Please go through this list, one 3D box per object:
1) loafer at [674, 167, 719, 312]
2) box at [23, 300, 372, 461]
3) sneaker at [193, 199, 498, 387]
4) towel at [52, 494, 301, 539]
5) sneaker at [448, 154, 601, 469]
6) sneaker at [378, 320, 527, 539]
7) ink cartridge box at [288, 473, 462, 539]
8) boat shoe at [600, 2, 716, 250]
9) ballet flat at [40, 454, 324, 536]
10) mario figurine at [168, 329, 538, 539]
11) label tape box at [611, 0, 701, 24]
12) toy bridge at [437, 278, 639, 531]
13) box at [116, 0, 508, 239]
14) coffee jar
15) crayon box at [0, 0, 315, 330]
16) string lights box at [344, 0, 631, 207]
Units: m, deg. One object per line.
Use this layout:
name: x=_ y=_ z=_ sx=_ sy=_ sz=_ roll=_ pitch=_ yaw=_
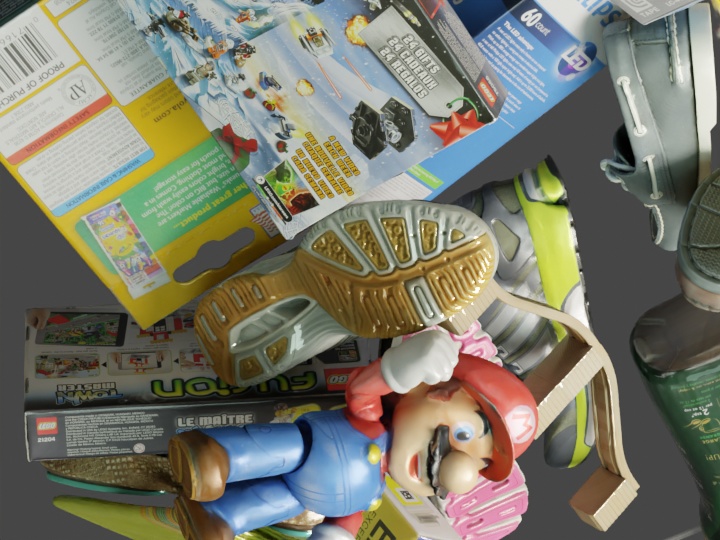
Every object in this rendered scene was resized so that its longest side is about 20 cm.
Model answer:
loafer: x=0.229 y=-0.036 z=1.258 sx=0.072 sy=0.200 sz=0.063 roll=26 pitch=140 yaw=16
box: x=-0.094 y=0.059 z=1.309 sx=0.198 sy=0.110 sz=0.035 roll=-2 pitch=122 yaw=-6
sneaker: x=0.000 y=0.000 z=1.238 sx=0.199 sy=0.088 sz=0.076 roll=-18 pitch=96 yaw=37
towel: x=-0.103 y=0.149 z=1.327 sx=0.086 sy=0.200 sz=0.018 roll=28 pitch=74 yaw=-27
sneaker: x=0.097 y=0.029 z=1.348 sx=0.080 sy=0.074 sz=0.201 roll=-10 pitch=114 yaw=6
sneaker: x=0.041 y=0.078 z=1.342 sx=0.074 sy=0.087 sz=0.201 roll=-33 pitch=136 yaw=-12
ink cartridge box: x=-0.024 y=0.199 z=1.357 sx=0.047 sy=0.200 sz=0.198 roll=5 pitch=124 yaw=-45
boat shoe: x=0.164 y=-0.077 z=1.266 sx=0.061 sy=0.073 sz=0.200 roll=-3 pitch=148 yaw=4
ballet flat: x=-0.099 y=0.105 z=1.337 sx=0.199 sy=0.070 sz=0.066 roll=8 pitch=101 yaw=23
mario figurine: x=0.005 y=0.104 z=1.198 sx=0.199 sy=0.107 sz=0.124 roll=-16 pitch=163 yaw=-15
label tape box: x=0.110 y=-0.240 z=1.136 sx=0.200 sy=0.144 sz=0.066 roll=34 pitch=152 yaw=-26
toy bridge: x=0.111 y=0.065 z=1.294 sx=0.067 sy=0.027 sz=0.200 roll=-47 pitch=125 yaw=-13
box: x=-0.037 y=-0.131 z=1.139 sx=0.136 sy=0.040 sz=0.201 roll=-28 pitch=106 yaw=26
coffee jar: x=0.243 y=0.105 z=1.396 sx=0.104 sy=0.085 sz=0.201 roll=-23 pitch=120 yaw=3
crayon box: x=-0.129 y=-0.078 z=1.256 sx=0.125 sy=0.052 sz=0.200 roll=-31 pitch=119 yaw=11
string lights box: x=0.049 y=-0.107 z=1.235 sx=0.200 sy=0.059 sz=0.103 roll=-37 pitch=148 yaw=14
